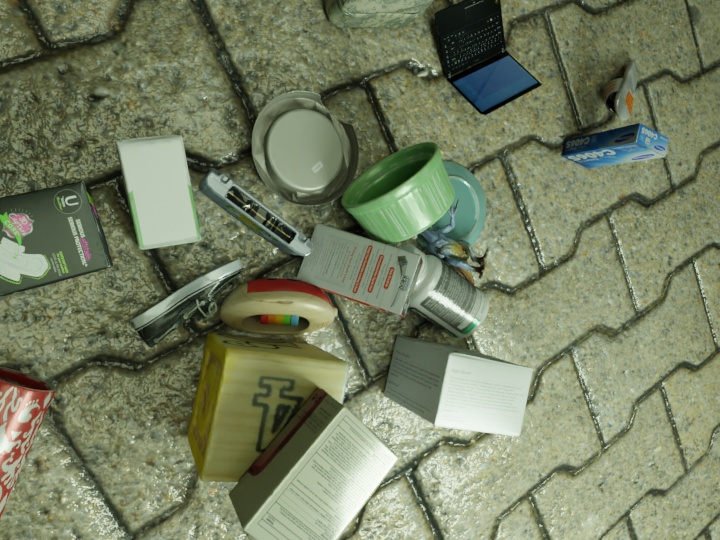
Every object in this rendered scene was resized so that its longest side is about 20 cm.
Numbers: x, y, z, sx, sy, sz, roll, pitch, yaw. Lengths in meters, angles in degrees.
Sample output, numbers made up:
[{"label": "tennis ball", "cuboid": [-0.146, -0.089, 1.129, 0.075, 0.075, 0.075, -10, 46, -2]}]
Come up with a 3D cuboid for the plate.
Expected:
[{"label": "plate", "cuboid": [0.188, -0.128, 1.088, 0.199, 0.026, 0.201, -2, 94, -24]}]

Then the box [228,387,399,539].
[{"label": "box", "cuboid": [-0.066, 0.291, 0.737, 0.200, 0.109, 0.128, -48, 110, -15]}]

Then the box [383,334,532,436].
[{"label": "box", "cuboid": [0.182, 0.217, 1.003, 0.199, 0.199, 0.131, 14, 87, -24]}]

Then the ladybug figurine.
[{"label": "ladybug figurine", "cuboid": [-0.139, 0.060, 0.898, 0.199, 0.136, 0.072, 4, 60, -14]}]

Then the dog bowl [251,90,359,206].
[{"label": "dog bowl", "cuboid": [-0.103, -0.213, 0.935, 0.199, 0.059, 0.201, -1, 93, -24]}]

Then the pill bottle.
[{"label": "pill bottle", "cuboid": [0.148, 0.041, 1.028, 0.200, 0.113, 0.113, 34, 78, -22]}]

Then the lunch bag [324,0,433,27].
[{"label": "lunch bag", "cuboid": [0.046, -0.532, 0.930, 0.199, 0.168, 0.140, -11, 97, -24]}]

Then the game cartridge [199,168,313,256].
[{"label": "game cartridge", "cuboid": [-0.176, -0.091, 0.865, 0.200, 0.133, 0.041, 38, 84, -20]}]

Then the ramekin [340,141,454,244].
[{"label": "ramekin", "cuboid": [0.073, -0.137, 0.947, 0.200, 0.200, 0.098, -42, 115, -17]}]

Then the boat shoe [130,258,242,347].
[{"label": "boat shoe", "cuboid": [-0.273, 0.054, 0.859, 0.199, 0.074, 0.068, -35, 101, -19]}]

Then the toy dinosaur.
[{"label": "toy dinosaur", "cuboid": [0.162, -0.038, 1.037, 0.181, 0.200, 0.105, 19, 50, 7]}]

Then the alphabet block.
[{"label": "alphabet block", "cuboid": [-0.157, 0.218, 0.855, 0.199, 0.195, 0.197, 11, 86, -23]}]

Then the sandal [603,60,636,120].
[{"label": "sandal", "cuboid": [0.625, -0.431, 1.262, 0.079, 0.059, 0.207, 57, 49, -32]}]

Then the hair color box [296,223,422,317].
[{"label": "hair color box", "cuboid": [0.000, 0.000, 0.933, 0.199, 0.064, 0.111, 18, 83, 14]}]

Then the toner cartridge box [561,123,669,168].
[{"label": "toner cartridge box", "cuboid": [0.558, -0.272, 1.154, 0.095, 0.200, 0.043, 14, 88, -24]}]

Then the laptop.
[{"label": "laptop", "cuboid": [0.264, -0.450, 1.063, 0.177, 0.103, 0.201, -31, 124, -21]}]

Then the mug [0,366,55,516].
[{"label": "mug", "cuboid": [-0.545, 0.235, 0.716, 0.177, 0.133, 0.201, 28, 77, -24]}]

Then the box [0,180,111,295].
[{"label": "box", "cuboid": [-0.468, -0.036, 0.727, 0.199, 0.148, 0.125, -17, 97, -22]}]

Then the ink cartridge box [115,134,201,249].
[{"label": "ink cartridge box", "cuboid": [-0.300, -0.108, 0.774, 0.087, 0.200, 0.146, -12, 98, -20]}]
